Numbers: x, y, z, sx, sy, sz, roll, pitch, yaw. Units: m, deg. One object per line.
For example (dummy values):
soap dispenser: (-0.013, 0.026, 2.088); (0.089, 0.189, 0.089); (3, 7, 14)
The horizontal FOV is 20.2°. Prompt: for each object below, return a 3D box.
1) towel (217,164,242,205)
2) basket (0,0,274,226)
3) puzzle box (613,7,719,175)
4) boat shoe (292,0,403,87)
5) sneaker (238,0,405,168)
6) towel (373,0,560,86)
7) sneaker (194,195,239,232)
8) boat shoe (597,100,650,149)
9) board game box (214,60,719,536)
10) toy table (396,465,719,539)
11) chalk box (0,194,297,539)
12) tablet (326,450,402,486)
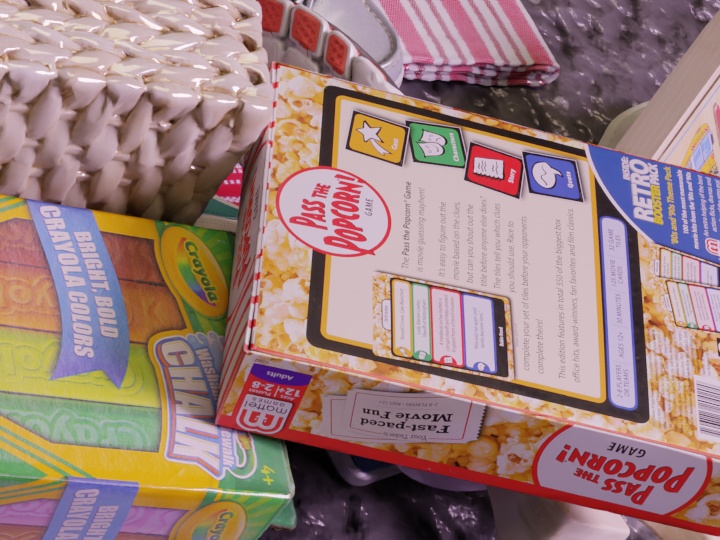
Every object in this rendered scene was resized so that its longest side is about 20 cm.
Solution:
towel: (-0.088, -0.092, 0.997); (0.144, 0.023, 0.201); (0, 54, -38)
basket: (-0.159, -0.083, 0.798); (0.197, 0.200, 0.162); (6, 52, -33)
puzzle box: (0.170, -0.031, 1.043); (0.200, 0.025, 0.134); (-50, 135, -39)
boat shoe: (-0.056, -0.159, 1.006); (0.202, 0.065, 0.074); (46, 57, 10)
sneaker: (-0.038, -0.091, 0.916); (0.199, 0.078, 0.082); (31, 18, 35)
towel: (0.013, -0.163, 1.132); (0.199, 0.030, 0.147); (-3, 57, -46)
sneaker: (-0.001, 0.000, 0.905); (0.199, 0.070, 0.094); (4, 63, -35)
boat shoe: (0.163, -0.045, 1.117); (0.072, 0.061, 0.202); (11, 27, 28)
board game box: (0.050, 0.008, 0.773); (0.198, 0.046, 0.152); (14, 46, -11)
toy table: (0.100, 0.080, 0.878); (0.199, 0.184, 0.117); (2, 42, -47)
chalk box: (-0.107, 0.060, 0.764); (0.199, 0.124, 0.125); (7, 50, -33)
tablet: (0.038, 0.024, 0.982); (0.199, 0.014, 0.131); (-13, 72, -44)
